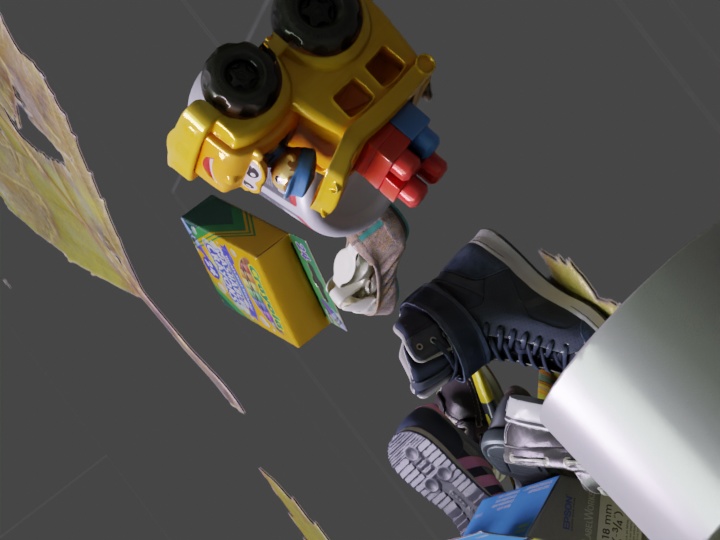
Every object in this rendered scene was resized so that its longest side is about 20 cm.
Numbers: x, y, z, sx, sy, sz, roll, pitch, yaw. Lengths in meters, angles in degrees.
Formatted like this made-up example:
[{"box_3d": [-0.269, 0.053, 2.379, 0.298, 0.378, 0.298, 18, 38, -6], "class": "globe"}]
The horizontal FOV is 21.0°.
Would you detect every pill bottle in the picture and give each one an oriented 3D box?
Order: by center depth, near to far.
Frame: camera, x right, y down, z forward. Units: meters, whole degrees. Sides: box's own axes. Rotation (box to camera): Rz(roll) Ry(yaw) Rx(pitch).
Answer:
[{"box_3d": [-0.062, -0.118, 1.719, 0.199, 0.116, 0.117, 34, 152, 43], "class": "pill bottle"}]

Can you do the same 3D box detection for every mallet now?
[{"box_3d": [0.109, 0.110, 1.786, 0.066, 0.041, 0.202, 18, 132, 58], "class": "mallet"}]

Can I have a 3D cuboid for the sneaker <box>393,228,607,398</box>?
[{"box_3d": [0.118, 0.070, 1.588, 0.202, 0.146, 0.077, 39, 154, 32], "class": "sneaker"}]

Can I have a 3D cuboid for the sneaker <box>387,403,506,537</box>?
[{"box_3d": [0.113, 0.204, 1.809, 0.070, 0.082, 0.200, -34, 102, 32], "class": "sneaker"}]

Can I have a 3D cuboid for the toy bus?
[{"box_3d": [-0.029, -0.114, 1.551, 0.192, 0.200, 0.136, 44, 157, 4], "class": "toy bus"}]

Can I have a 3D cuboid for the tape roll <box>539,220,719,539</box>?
[{"box_3d": [0.233, 0.078, 1.257, 0.139, 0.202, 0.203, 47, 159, 16], "class": "tape roll"}]

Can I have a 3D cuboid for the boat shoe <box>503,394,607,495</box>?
[{"box_3d": [0.202, 0.147, 1.564, 0.199, 0.070, 0.064, 9, 92, 40], "class": "boat shoe"}]

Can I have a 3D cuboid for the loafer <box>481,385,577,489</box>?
[{"box_3d": [0.166, 0.171, 1.739, 0.071, 0.063, 0.200, 3, 152, 26], "class": "loafer"}]

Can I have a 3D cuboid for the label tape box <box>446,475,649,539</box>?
[{"box_3d": [0.163, 0.221, 1.663, 0.198, 0.064, 0.144, 15, 160, -20], "class": "label tape box"}]

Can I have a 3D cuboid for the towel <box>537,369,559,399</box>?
[{"box_3d": [0.188, 0.146, 1.739, 0.086, 0.018, 0.201, 44, 158, 27], "class": "towel"}]

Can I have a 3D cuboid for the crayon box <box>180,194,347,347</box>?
[{"box_3d": [-0.107, 0.003, 2.115, 0.199, 0.051, 0.127, 25, 146, 52], "class": "crayon box"}]

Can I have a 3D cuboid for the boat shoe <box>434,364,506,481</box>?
[{"box_3d": [0.101, 0.151, 1.872, 0.073, 0.065, 0.201, 39, 154, 39], "class": "boat shoe"}]

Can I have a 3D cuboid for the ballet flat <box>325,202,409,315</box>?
[{"box_3d": [0.000, 0.000, 1.846, 0.068, 0.067, 0.201, 46, 159, 19], "class": "ballet flat"}]
